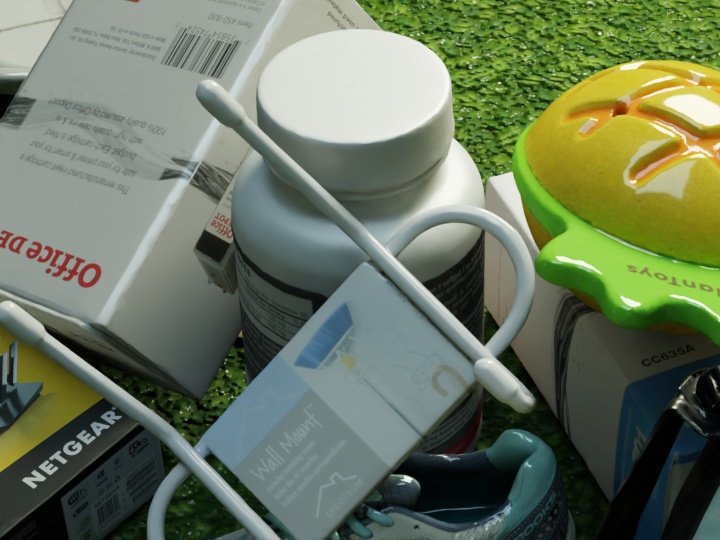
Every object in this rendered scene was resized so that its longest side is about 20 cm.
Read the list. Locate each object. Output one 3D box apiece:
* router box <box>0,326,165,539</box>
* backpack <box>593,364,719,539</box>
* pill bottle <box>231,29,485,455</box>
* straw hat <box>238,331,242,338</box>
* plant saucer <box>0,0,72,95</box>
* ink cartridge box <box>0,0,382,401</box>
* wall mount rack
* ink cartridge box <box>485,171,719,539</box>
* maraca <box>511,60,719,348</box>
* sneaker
[{"bbox_3d":[-0.211,0.101,0.907,0.157,0.052,0.200,27,49,30],"label":"router box"},{"bbox_3d":[0.157,0.134,0.745,0.126,0.167,0.201,27,90,36],"label":"backpack"},{"bbox_3d":[0.000,0.000,0.895,0.110,0.201,0.111,-1,41,1],"label":"pill bottle"},{"bbox_3d":[-0.030,-0.061,1.054,0.199,0.085,0.202,-2,41,2],"label":"straw hat"},{"bbox_3d":[-0.181,-0.153,1.197,0.199,0.050,0.201,-2,41,2],"label":"plant saucer"},{"bbox_3d":[-0.096,-0.056,0.973,0.146,0.083,0.201,18,74,42],"label":"ink cartridge box"},{"bbox_3d":[-0.033,0.033,0.791,0.174,0.075,0.200,44,94,9],"label":"wall mount rack"},{"bbox_3d":[0.160,0.027,0.942,0.146,0.086,0.200,-16,44,-14],"label":"ink cartridge box"},{"bbox_3d":[0.128,-0.022,0.841,0.136,0.108,0.200,11,27,0],"label":"maraca"},{"bbox_3d":[-0.007,0.110,0.857,0.199,0.087,0.078,-13,42,-11],"label":"sneaker"}]
